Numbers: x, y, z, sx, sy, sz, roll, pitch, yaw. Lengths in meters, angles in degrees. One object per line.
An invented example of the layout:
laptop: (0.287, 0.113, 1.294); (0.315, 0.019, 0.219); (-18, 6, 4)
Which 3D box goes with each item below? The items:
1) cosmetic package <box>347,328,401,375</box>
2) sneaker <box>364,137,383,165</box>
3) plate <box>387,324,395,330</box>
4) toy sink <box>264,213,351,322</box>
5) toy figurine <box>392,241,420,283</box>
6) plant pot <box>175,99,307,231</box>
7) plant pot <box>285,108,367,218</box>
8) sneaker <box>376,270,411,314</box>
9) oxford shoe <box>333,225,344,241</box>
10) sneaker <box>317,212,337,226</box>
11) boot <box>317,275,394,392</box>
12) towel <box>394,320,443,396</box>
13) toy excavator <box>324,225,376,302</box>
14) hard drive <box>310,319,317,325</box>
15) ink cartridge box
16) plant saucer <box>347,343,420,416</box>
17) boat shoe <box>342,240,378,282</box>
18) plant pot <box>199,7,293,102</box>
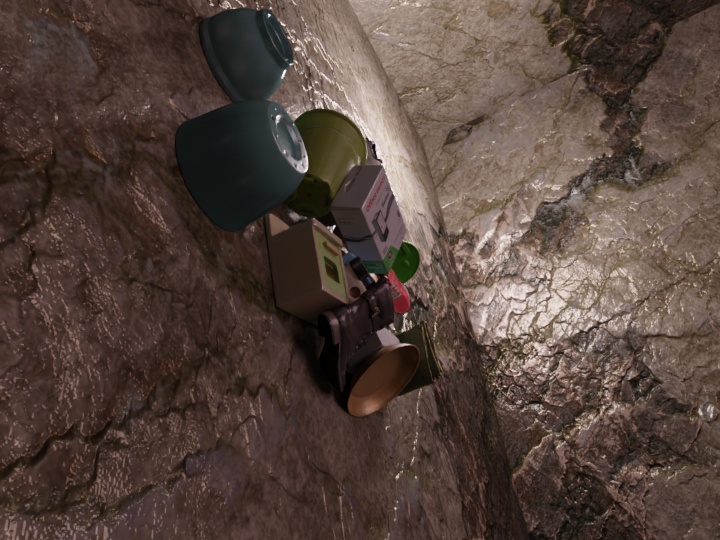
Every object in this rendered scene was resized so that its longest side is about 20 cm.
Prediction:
cosmetic package: (0.031, 0.190, 1.208); (0.086, 0.106, 0.200); (61, 9, 32)
sneaker: (-0.012, -0.323, 1.501); (0.197, 0.117, 0.080); (29, 3, 21)
plate: (0.041, 0.072, 1.442); (0.200, 0.032, 0.205); (41, 28, -80)
toy sink: (-0.101, -0.021, 1.052); (0.130, 0.110, 0.205); (38, 36, -59)
toy figurine: (0.071, -0.084, 1.604); (0.202, 0.148, 0.185); (57, 2, -38)
plant pot: (-0.186, -0.193, 0.905); (0.202, 0.158, 0.204); (55, 23, -37)
plant pot: (-0.098, -0.228, 1.213); (0.202, 0.196, 0.193); (56, 35, -35)
sneaker: (0.072, 0.038, 1.468); (0.203, 0.073, 0.087); (60, 15, -6)
oxford shoe: (0.011, -0.086, 1.395); (0.197, 0.074, 0.071); (10, 22, -44)
sneaker: (-0.034, -0.185, 1.342); (0.072, 0.197, 0.113); (57, -1, -21)
boot: (0.003, 0.128, 1.050); (0.171, 0.069, 0.205); (-24, 127, -33)
towel: (0.112, 0.225, 1.302); (0.036, 0.198, 0.152); (9, 59, -41)
toy excavator: (-0.040, 0.001, 1.189); (0.197, 0.099, 0.200); (56, 0, -12)
hard drive: (-0.065, 0.077, 1.194); (0.200, 0.025, 0.135); (39, 35, -59)
ink cartridge box: (0.024, -0.114, 1.205); (0.148, 0.082, 0.202); (-65, 144, -34)
plant saucer: (0.043, 0.226, 1.137); (0.035, 0.201, 0.200); (44, 2, 34)
boat shoe: (0.000, 0.000, 1.304); (0.200, 0.072, 0.065); (44, 42, 0)
plant pot: (-0.225, -0.464, 1.125); (0.202, 0.131, 0.203); (55, 23, -36)
